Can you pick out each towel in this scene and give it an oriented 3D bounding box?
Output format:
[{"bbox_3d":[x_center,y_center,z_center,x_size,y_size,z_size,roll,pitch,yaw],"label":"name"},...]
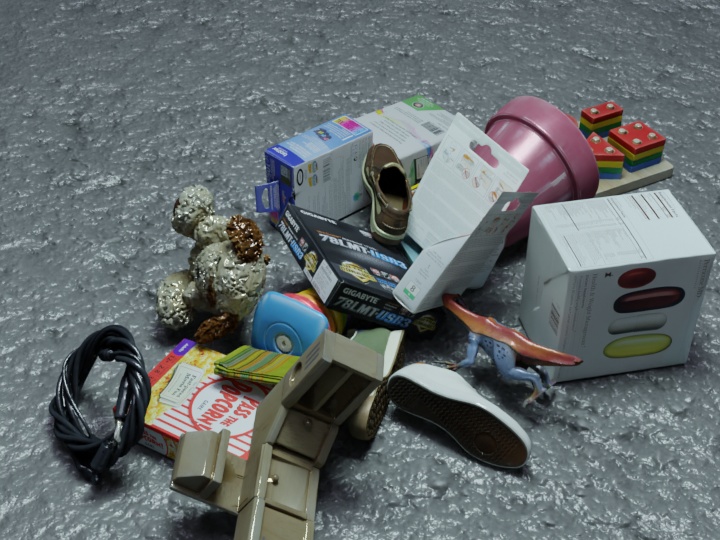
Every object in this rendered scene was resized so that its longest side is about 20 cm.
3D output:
[{"bbox_3d":[-0.078,0.121,1.309,0.197,0.018,0.086,6,18,23],"label":"towel"}]

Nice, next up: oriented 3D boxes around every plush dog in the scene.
[{"bbox_3d":[-0.178,0.004,1.416,0.158,0.203,0.172,9,14,-24],"label":"plush dog"}]

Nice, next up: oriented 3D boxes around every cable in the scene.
[{"bbox_3d":[-0.318,0.145,1.279,0.050,0.165,0.200,16,24,-38],"label":"cable"}]

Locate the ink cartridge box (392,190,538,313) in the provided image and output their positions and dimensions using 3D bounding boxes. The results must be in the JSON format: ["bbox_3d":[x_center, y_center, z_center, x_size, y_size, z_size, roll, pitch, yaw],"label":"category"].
[{"bbox_3d":[0.141,-0.038,1.416,0.050,0.201,0.160,40,20,18],"label":"ink cartridge box"}]

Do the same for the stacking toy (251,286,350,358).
[{"bbox_3d":[-0.052,0.060,1.445,0.108,0.118,0.200,22,31,22],"label":"stacking toy"}]

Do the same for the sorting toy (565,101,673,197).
[{"bbox_3d":[0.401,-0.214,1.813,0.196,0.070,0.200,-18,42,-22],"label":"sorting toy"}]

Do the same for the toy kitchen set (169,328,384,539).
[{"bbox_3d":[-0.092,0.185,1.145,0.161,0.181,0.202,25,42,-19],"label":"toy kitchen set"}]

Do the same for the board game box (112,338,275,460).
[{"bbox_3d":[-0.183,0.177,1.322,0.197,0.047,0.152,19,42,22],"label":"board game box"}]

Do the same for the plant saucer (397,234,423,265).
[{"bbox_3d":[0.082,-0.037,1.607,0.069,0.019,0.201,9,30,-30],"label":"plant saucer"}]

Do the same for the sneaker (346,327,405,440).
[{"bbox_3d":[-0.005,0.140,1.360,0.088,0.068,0.201,8,34,14],"label":"sneaker"}]

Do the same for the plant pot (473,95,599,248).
[{"bbox_3d":[0.236,-0.134,1.626,0.178,0.202,0.199,-40,51,-20],"label":"plant pot"}]

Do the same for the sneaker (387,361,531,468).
[{"bbox_3d":[0.135,0.168,1.317,0.198,0.074,0.084,30,30,22],"label":"sneaker"}]

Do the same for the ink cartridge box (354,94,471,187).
[{"bbox_3d":[0.068,-0.207,1.786,0.198,0.085,0.144,-25,44,-30],"label":"ink cartridge box"}]

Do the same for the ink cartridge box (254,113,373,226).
[{"bbox_3d":[-0.074,-0.141,1.657,0.199,0.138,0.076,-30,45,-34],"label":"ink cartridge box"}]

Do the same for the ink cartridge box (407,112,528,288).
[{"bbox_3d":[0.157,-0.102,1.543,0.047,0.202,0.160,-1,36,-47],"label":"ink cartridge box"}]

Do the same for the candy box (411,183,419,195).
[{"bbox_3d":[0.166,-0.132,1.740,0.198,0.027,0.102,-28,50,-31],"label":"candy box"}]

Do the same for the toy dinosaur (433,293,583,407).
[{"bbox_3d":[0.184,0.083,1.373,0.104,0.200,0.183,-23,73,-50],"label":"toy dinosaur"}]

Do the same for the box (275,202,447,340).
[{"bbox_3d":[0.000,0.000,1.474,0.198,0.050,0.199,19,26,-36],"label":"box"}]

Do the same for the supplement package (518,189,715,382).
[{"bbox_3d":[0.333,0.021,1.410,0.196,0.194,0.148,-7,39,-9],"label":"supplement package"}]

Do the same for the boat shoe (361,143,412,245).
[{"bbox_3d":[0.048,-0.132,1.586,0.073,0.075,0.204,6,44,-16],"label":"boat shoe"}]
